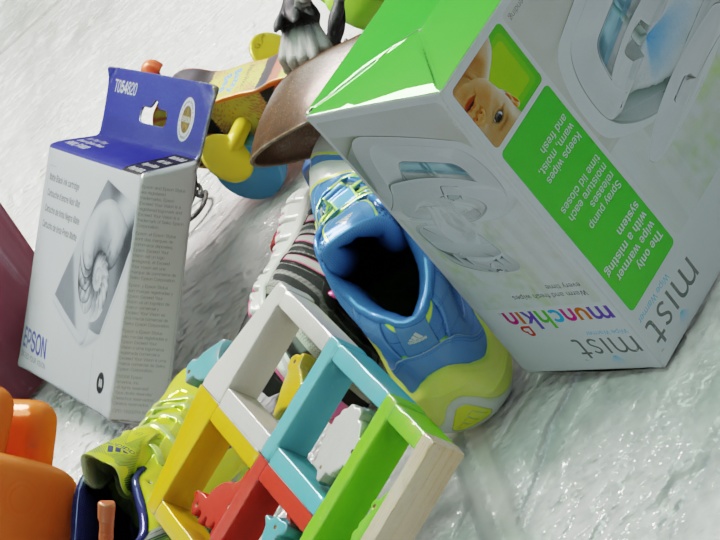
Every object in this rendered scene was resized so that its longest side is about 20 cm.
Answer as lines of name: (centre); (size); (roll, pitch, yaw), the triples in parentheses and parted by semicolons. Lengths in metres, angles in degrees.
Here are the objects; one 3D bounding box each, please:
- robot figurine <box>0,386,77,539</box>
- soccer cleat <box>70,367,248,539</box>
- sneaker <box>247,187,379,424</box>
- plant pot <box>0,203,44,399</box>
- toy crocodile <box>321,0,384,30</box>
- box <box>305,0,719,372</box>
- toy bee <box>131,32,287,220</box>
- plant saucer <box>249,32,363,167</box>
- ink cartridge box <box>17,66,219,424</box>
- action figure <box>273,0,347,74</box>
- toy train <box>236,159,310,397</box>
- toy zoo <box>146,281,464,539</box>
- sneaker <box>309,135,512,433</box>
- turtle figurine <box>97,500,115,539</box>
robot figurine: (-0.208, 0.158, 1.256); (0.144, 0.116, 0.200); (135, 143, -76)
soccer cleat: (-0.103, 0.102, 1.277); (0.065, 0.084, 0.200); (-29, 27, 31)
sneaker: (0.000, 0.000, 1.295); (0.087, 0.074, 0.200); (-35, 23, 23)
plant pot: (-0.293, 0.014, 1.641); (0.200, 0.179, 0.200); (-37, 24, 19)
toy crocodile: (0.018, -0.192, 1.592); (0.068, 0.062, 0.200); (-56, -4, 16)
box: (0.101, -0.083, 1.128); (0.097, 0.177, 0.200); (-6, 43, 51)
toy bee: (-0.087, -0.093, 1.570); (0.200, 0.109, 0.131); (-37, 25, 18)
plant saucer: (0.030, -0.106, 1.310); (0.200, 0.037, 0.200); (-21, -5, -2)
ink cartridge box: (-0.151, -0.022, 1.504); (0.200, 0.041, 0.200); (-164, 82, -66)
action figure: (0.008, -0.153, 1.412); (0.119, 0.200, 0.102); (-10, 58, 0)
toy train: (-0.030, -0.010, 1.401); (0.034, 0.046, 0.200); (-27, 28, 37)
toy zoo: (-0.036, 0.090, 1.158); (0.131, 0.020, 0.200); (-60, 35, 8)
sneaker: (0.013, -0.021, 1.189); (0.076, 0.105, 0.200); (-30, 50, 3)
turtle figurine: (-0.145, 0.210, 1.135); (0.200, 0.064, 0.161); (-64, 29, 5)
